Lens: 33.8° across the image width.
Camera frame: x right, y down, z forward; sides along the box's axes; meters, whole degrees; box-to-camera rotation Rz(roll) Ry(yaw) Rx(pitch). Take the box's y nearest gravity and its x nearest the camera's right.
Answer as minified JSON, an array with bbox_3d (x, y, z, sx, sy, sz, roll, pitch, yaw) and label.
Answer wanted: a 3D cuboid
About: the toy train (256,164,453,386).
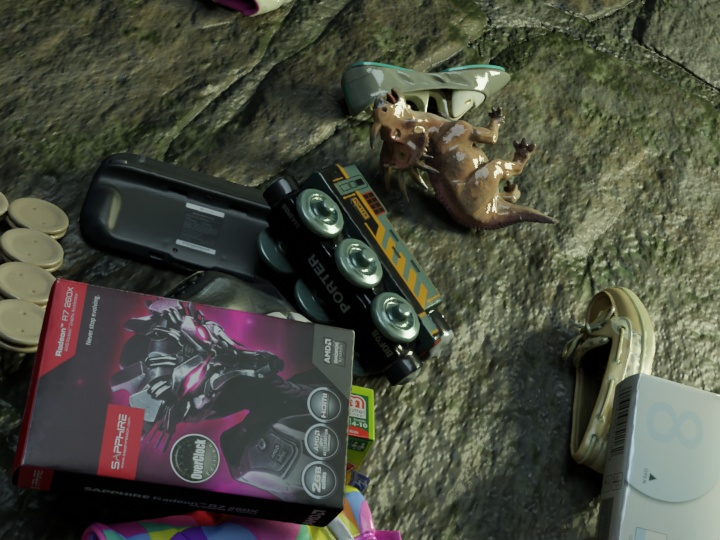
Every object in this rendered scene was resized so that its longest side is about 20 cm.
[{"bbox_3d":[0.000,0.000,0.986,0.200,0.085,0.114,54,39,8],"label":"toy train"}]

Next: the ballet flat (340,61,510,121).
[{"bbox_3d":[0.072,-0.182,1.252,0.200,0.067,0.064,-3,75,-26],"label":"ballet flat"}]

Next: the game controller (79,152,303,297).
[{"bbox_3d":[-0.137,-0.039,1.021,0.200,0.042,0.104,16,57,-9],"label":"game controller"}]

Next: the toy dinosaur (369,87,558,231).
[{"bbox_3d":[0.091,-0.093,1.149,0.200,0.086,0.136,49,55,3],"label":"toy dinosaur"}]

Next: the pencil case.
[{"bbox_3d":[-0.079,0.189,0.767,0.200,0.088,0.088,-6,50,-26],"label":"pencil case"}]

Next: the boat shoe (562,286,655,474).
[{"bbox_3d":[0.212,0.087,1.021,0.063,0.073,0.200,18,43,-12],"label":"boat shoe"}]

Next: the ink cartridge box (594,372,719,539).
[{"bbox_3d":[0.288,0.184,0.929,0.200,0.047,0.160,15,69,-9],"label":"ink cartridge box"}]

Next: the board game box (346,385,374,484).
[{"bbox_3d":[-0.101,0.112,0.827,0.200,0.102,0.048,13,42,-13],"label":"board game box"}]

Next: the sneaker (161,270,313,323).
[{"bbox_3d":[-0.133,0.045,0.912,0.200,0.067,0.091,-8,48,-36],"label":"sneaker"}]

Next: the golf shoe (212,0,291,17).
[{"bbox_3d":[-0.166,-0.343,1.288,0.200,0.075,0.092,29,45,6],"label":"golf shoe"}]

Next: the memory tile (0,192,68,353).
[{"bbox_3d":[-0.300,-0.013,0.890,0.153,0.017,0.200,16,30,-19],"label":"memory tile"}]

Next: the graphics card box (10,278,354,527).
[{"bbox_3d":[-0.106,0.085,0.745,0.200,0.051,0.126,12,60,-14],"label":"graphics card box"}]
